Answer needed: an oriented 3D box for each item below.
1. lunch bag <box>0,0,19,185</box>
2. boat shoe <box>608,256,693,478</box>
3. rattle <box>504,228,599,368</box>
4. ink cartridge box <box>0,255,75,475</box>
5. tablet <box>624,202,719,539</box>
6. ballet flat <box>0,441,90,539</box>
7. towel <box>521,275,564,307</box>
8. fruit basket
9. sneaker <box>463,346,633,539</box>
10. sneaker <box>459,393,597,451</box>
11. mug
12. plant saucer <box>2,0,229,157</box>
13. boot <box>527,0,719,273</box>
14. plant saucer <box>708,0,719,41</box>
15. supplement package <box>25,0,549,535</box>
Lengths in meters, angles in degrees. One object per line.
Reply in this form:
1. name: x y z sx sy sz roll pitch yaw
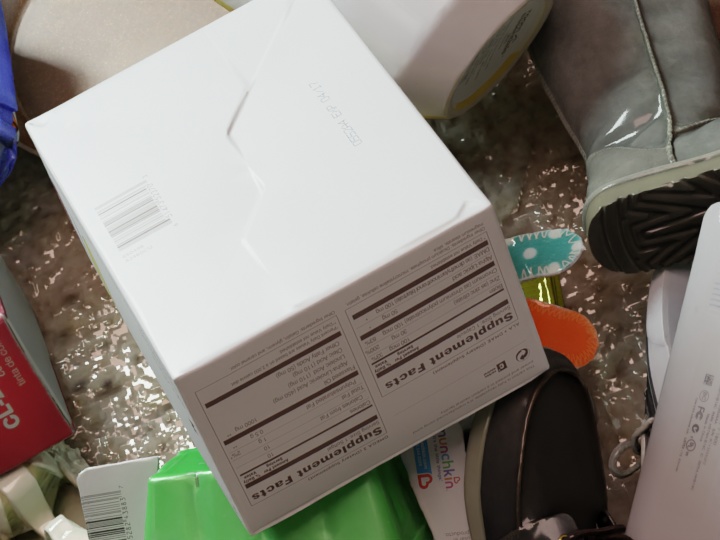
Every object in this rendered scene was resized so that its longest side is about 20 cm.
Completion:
1. lunch bag: -0.272 -0.095 1.473 0.200 0.124 0.170 -28 56 22
2. boat shoe: 0.161 0.085 1.288 0.073 0.068 0.200 4 65 -33
3. rattle: 0.000 0.000 1.313 0.200 0.143 0.131 39 110 46
4. ink cartridge box: -0.260 0.069 1.379 0.200 0.083 0.146 -29 31 -2
5. tablet: 0.182 0.076 1.203 0.130 0.014 0.201 15 92 43
6. ballet flat: -0.149 0.130 1.355 0.072 0.072 0.200 -43 58 -10
7. towel: 0.068 0.076 1.350 0.086 0.018 0.201 -11 58 9
8. fruit basket: -0.025 0.174 1.259 0.185 0.094 0.201 -9 104 12
9. sneaker: 0.109 0.134 1.206 0.106 0.075 0.201 -1 92 45
10. sneaker: 0.018 0.074 1.322 0.200 0.070 0.080 -14 54 20
11. mug: 0.017 -0.153 1.368 0.153 0.187 0.150 41 92 13
12. plant saucer: -0.124 -0.136 1.517 0.199 0.035 0.201 -7 59 11
13. boot: 0.174 -0.093 1.335 0.181 0.073 0.200 -8 37 4
14. plant saucer: 0.217 -0.153 1.431 0.199 0.032 0.201 -8 59 13
15. supplement package: -0.036 -0.011 1.222 0.155 0.111 0.200 -29 43 -6
